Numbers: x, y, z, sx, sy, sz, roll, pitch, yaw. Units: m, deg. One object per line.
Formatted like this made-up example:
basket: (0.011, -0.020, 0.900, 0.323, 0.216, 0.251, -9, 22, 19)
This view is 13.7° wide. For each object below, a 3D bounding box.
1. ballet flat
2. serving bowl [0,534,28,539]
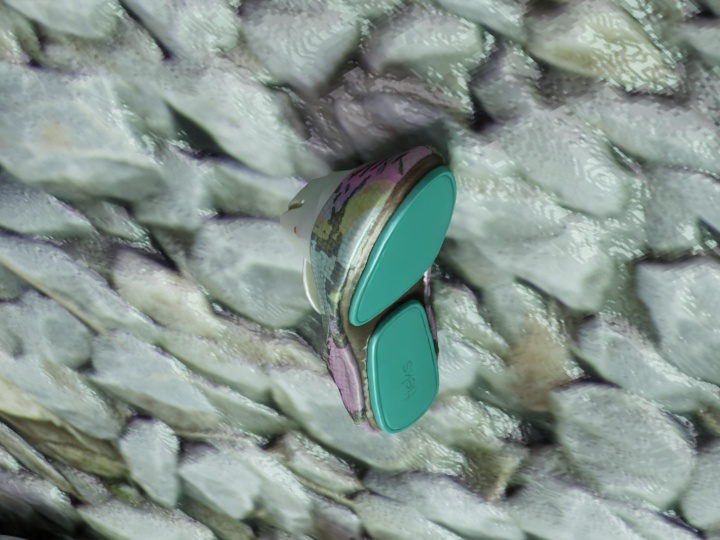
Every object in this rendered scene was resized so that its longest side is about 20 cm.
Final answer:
ballet flat: (0.000, 0.000, 1.320, 0.071, 0.069, 0.200, 41, 156, 24)
serving bowl: (-0.185, 0.222, 1.825, 0.200, 0.066, 0.200, 23, 150, 14)
